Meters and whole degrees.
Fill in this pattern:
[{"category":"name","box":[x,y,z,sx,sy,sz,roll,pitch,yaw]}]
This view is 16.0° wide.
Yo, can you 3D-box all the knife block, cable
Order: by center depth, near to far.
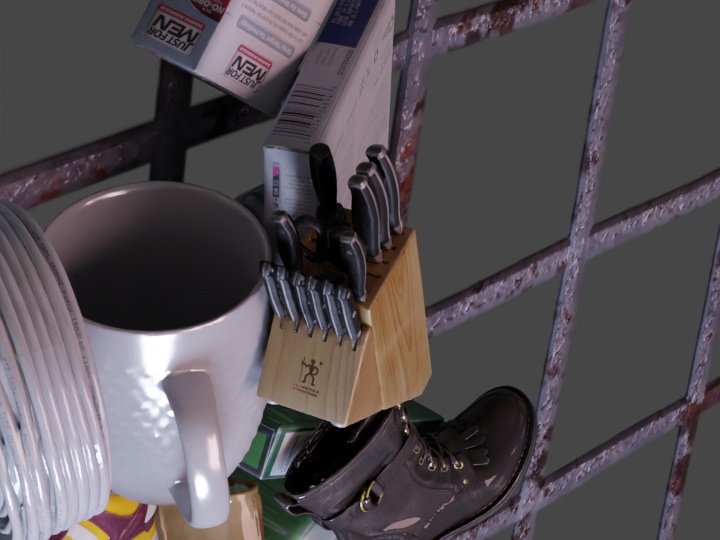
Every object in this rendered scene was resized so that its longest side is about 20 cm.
[{"category":"cable","box":[-0.205,0.057,1.463,0.069,0.200,0.200,-20,172,-20]},{"category":"knife block","box":[0.000,0.000,1.574,0.200,0.064,0.176,-14,120,-68]}]

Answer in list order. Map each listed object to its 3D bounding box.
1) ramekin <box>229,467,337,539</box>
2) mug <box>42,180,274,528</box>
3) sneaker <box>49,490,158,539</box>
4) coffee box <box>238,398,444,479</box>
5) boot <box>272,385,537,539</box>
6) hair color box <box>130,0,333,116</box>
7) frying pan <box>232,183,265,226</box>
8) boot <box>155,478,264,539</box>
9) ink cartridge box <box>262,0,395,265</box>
[{"category":"ramekin","box":[-0.049,0.212,1.880,0.200,0.098,0.200,-34,138,-37]},{"category":"mug","box":[-0.119,0.072,1.597,0.148,0.200,0.175,-12,132,-14]},{"category":"sneaker","box":[-0.212,0.175,1.665,0.200,0.075,0.090,-33,129,-47]},{"category":"coffee box","box":[-0.046,0.100,1.783,0.200,0.123,0.044,0,112,-56]},{"category":"boot","box":[0.036,0.123,1.739,0.200,0.069,0.174,-48,146,-16]},{"category":"hair color box","box":[-0.053,-0.208,1.603,0.099,0.061,0.200,26,91,-58]},{"category":"frying pan","box":[-0.067,-0.041,1.732,0.115,0.031,0.190,11,92,-62]},{"category":"boot","box":[-0.131,0.248,1.794,0.066,0.175,0.200,-33,115,-65]},{"category":"ink cartridge box","box":[-0.021,-0.057,1.680,0.196,0.043,0.200,-68,166,-49]}]
